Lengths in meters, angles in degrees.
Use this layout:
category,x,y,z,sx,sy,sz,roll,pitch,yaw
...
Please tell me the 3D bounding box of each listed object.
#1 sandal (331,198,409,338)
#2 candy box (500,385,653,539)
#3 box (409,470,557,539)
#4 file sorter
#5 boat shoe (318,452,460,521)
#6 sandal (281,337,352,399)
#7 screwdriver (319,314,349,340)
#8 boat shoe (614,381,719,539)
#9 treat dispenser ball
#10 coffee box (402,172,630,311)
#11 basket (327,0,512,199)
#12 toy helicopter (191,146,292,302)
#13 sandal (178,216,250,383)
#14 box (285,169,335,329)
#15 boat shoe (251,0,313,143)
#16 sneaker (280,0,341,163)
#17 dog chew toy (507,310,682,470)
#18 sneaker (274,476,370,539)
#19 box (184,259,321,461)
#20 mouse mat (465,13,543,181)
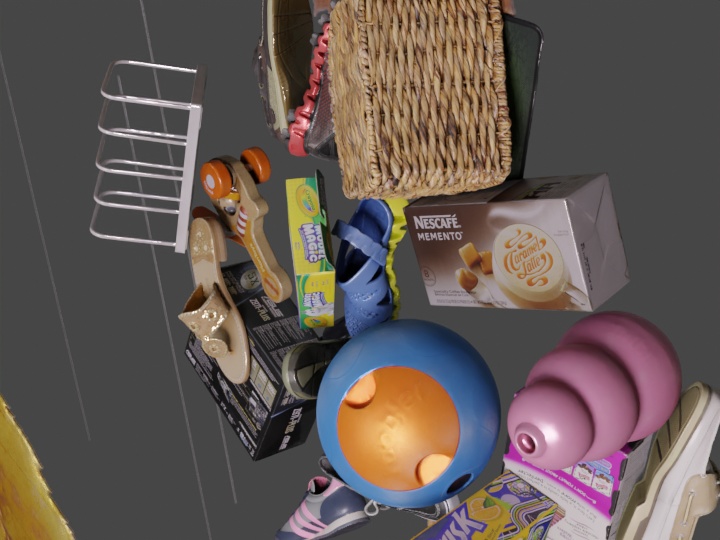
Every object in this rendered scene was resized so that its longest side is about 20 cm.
category,x,y,z,sx,sy,sz,roll,pitch,yaw
sandal,0.000,0.000,1.213,0.079,0.087,0.201,24,126,34
candy box,0.218,0.228,1.115,0.136,0.061,0.201,28,126,34
box,0.108,0.281,1.057,0.070,0.199,0.065,32,129,32
file sorter,-0.266,-0.149,1.331,0.139,0.124,0.201,-100,19,-59
boat shoe,0.031,0.265,1.317,0.199,0.068,0.074,26,126,35
sandal,-0.044,0.118,1.245,0.057,0.201,0.080,-12,75,26
screwdriver,-0.063,0.102,1.365,0.200,0.029,0.028,-37,81,45
boat shoe,0.309,0.197,1.008,0.068,0.075,0.201,20,119,6
treat dispenser ball,0.052,0.154,1.146,0.200,0.200,0.202,21,123,38
coffee box,0.151,-0.028,1.043,0.199,0.080,0.115,2,114,45
basket,0.054,-0.173,1.050,0.143,0.148,0.202,171,93,-75
toy helicopter,-0.146,-0.049,1.345,0.132,0.079,0.201,-30,86,54
sandal,-0.198,0.041,1.309,0.077,0.069,0.213,-15,85,47
box,-0.055,-0.021,1.190,0.200,0.048,0.118,99,165,-67
boat shoe,-0.093,-0.237,1.207,0.066,0.072,0.202,13,122,35
sneaker,-0.013,-0.204,1.145,0.097,0.071,0.202,26,116,13
dog chew toy,0.208,0.116,0.968,0.124,0.199,0.125,21,122,38
sneaker,-0.058,0.328,1.452,0.200,0.070,0.083,-33,68,45
box,-0.135,0.115,1.382,0.200,0.086,0.164,51,137,30
mouse mat,0.108,-0.170,1.081,0.160,0.008,0.201,27,127,35
